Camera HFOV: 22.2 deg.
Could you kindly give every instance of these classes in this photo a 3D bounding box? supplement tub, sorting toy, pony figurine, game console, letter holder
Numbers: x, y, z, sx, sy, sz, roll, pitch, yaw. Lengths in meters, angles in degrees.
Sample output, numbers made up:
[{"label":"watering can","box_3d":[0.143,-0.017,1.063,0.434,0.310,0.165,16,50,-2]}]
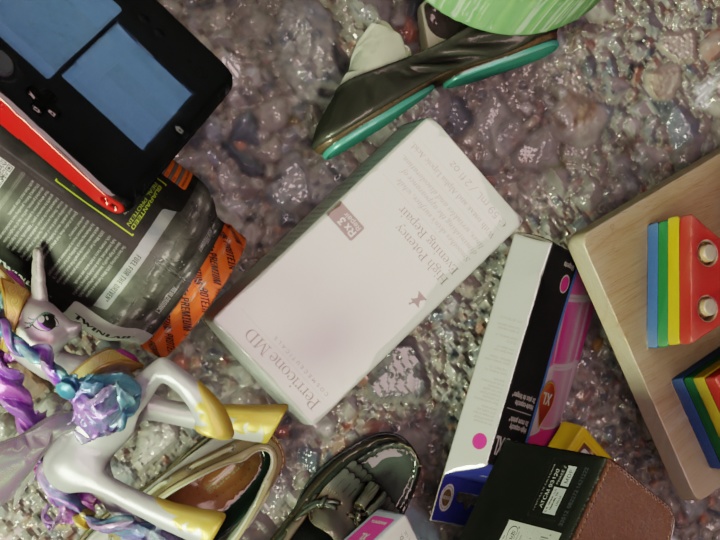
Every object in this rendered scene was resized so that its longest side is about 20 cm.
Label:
[{"label":"supplement tub","box_3d":[-0.179,-0.039,1.166,0.200,0.122,0.123,37,83,-10]},{"label":"sorting toy","box_3d":[0.269,0.023,1.259,0.199,0.069,0.200,-29,99,-29]},{"label":"pony figurine","box_3d":[-0.173,0.109,1.123,0.199,0.167,0.194,30,101,-1]},{"label":"game console","box_3d":[-0.175,-0.137,1.140,0.177,0.200,0.031,39,123,-6]},{"label":"letter holder","box_3d":[0.127,0.234,1.177,0.142,0.100,0.201,38,71,-31]}]

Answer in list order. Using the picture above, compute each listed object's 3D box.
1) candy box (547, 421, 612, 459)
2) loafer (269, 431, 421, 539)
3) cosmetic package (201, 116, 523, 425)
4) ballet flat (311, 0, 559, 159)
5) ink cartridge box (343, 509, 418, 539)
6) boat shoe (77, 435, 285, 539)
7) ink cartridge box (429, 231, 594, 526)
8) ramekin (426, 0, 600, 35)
[{"label":"candy box","box_3d":[0.121,0.213,1.249,0.102,0.026,0.200,47,67,-31]},{"label":"loafer","box_3d":[-0.029,0.192,1.232,0.200,0.063,0.072,-45,99,-8]},{"label":"cosmetic package","box_3d":[0.000,0.000,1.231,0.200,0.074,0.102,-45,99,-9]},{"label":"ballet flat","box_3d":[0.041,-0.143,1.247,0.199,0.068,0.069,-27,86,-21]},{"label":"ink cartridge box","box_3d":[-0.022,0.262,1.186,0.200,0.042,0.120,-39,113,-31]},{"label":"boat shoe","box_3d":[-0.130,0.177,1.207,0.075,0.068,0.200,43,83,-10]},{"label":"ink cartridge box","box_3d":[0.108,0.081,1.248,0.037,0.095,0.201,18,88,32]},{"label":"ramekin","box_3d":[0.104,-0.255,1.213,0.199,0.098,0.201,4,71,-12]}]
